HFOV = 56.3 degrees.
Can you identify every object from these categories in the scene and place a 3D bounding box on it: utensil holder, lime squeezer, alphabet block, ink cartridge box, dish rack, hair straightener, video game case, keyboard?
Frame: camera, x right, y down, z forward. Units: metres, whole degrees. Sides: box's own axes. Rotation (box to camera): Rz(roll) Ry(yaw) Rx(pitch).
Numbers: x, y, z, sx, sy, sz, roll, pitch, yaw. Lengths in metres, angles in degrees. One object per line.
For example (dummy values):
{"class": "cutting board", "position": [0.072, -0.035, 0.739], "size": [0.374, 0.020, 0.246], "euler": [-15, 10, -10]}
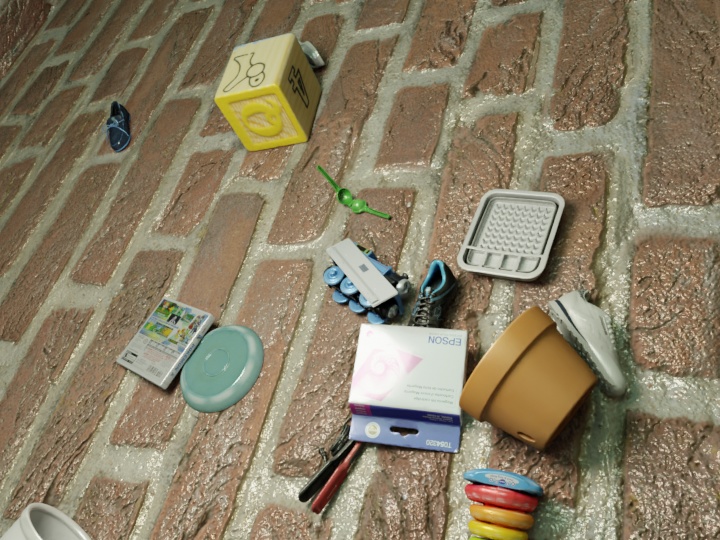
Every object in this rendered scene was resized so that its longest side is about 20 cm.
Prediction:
{"class": "utensil holder", "position": [-0.593, 0.545, 1.182], "size": [0.200, 0.170, 0.169], "euler": [-47, 49, -11]}
{"class": "lime squeezer", "position": [-0.015, -0.163, 1.505], "size": [0.199, 0.071, 0.038], "euler": [37, 55, 10]}
{"class": "alphabet block", "position": [-0.234, -0.459, 1.748], "size": [0.193, 0.197, 0.202], "euler": [-5, 53, 24]}
{"class": "ink cartridge box", "position": [0.081, 0.195, 1.150], "size": [0.193, 0.043, 0.203], "euler": [2, 67, 16]}
{"class": "dish rack", "position": [0.291, -0.064, 1.287], "size": [0.170, 0.044, 0.202], "euler": [8, 60, 32]}
{"class": "hair straightener", "position": [-0.044, 0.316, 1.167], "size": [0.076, 0.041, 0.201], "euler": [22, 67, 36]}
{"class": "video game case", "position": [-0.430, 0.154, 1.479], "size": [0.198, 0.022, 0.183], "euler": [12, 62, 43]}
{"class": "keyboard", "position": [0.000, 0.000, 1.300], "size": [0.056, 0.011, 0.200], "euler": [-23, 43, -18]}

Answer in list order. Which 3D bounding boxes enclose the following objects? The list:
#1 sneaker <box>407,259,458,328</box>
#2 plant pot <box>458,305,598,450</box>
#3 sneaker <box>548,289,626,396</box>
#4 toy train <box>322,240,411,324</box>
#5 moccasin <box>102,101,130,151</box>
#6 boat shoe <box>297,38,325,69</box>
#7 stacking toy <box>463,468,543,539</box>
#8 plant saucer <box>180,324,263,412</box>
{"class": "sneaker", "position": [0.120, 0.074, 1.241], "size": [0.072, 0.082, 0.202], "euler": [7, 61, 27]}
{"class": "plant pot", "position": [0.265, 0.176, 1.030], "size": [0.140, 0.201, 0.200], "euler": [38, 77, 25]}
{"class": "sneaker", "position": [0.383, 0.110, 1.093], "size": [0.079, 0.077, 0.201], "euler": [-21, 50, -2]}
{"class": "toy train", "position": [0.013, 0.024, 1.333], "size": [0.199, 0.087, 0.114], "euler": [28, 65, 39]}
{"class": "moccasin", "position": [-0.763, -0.448, 2.089], "size": [0.080, 0.068, 0.201], "euler": [-26, 48, 6]}
{"class": "boat shoe", "position": [-0.166, -0.610, 1.915], "size": [0.065, 0.075, 0.202], "euler": [-45, 45, -4]}
{"class": "stacking toy", "position": [0.194, 0.393, 0.964], "size": [0.114, 0.110, 0.203], "euler": [6, 72, 19]}
{"class": "plant saucer", "position": [-0.294, 0.195, 1.394], "size": [0.197, 0.028, 0.202], "euler": [-14, 50, 17]}
